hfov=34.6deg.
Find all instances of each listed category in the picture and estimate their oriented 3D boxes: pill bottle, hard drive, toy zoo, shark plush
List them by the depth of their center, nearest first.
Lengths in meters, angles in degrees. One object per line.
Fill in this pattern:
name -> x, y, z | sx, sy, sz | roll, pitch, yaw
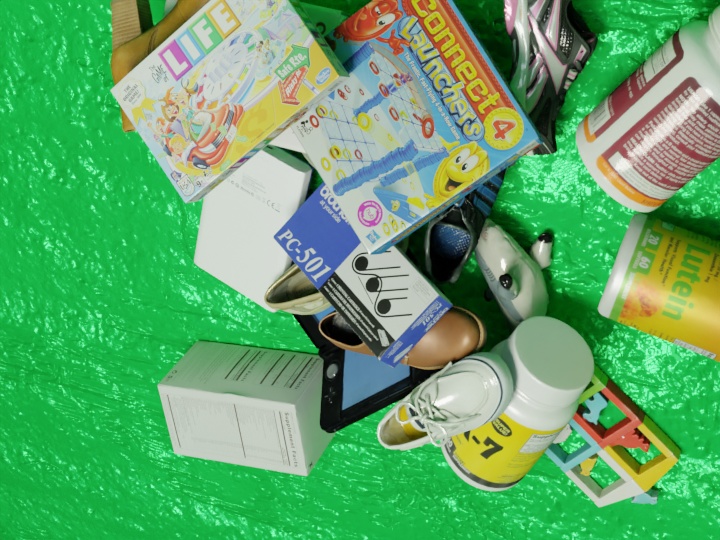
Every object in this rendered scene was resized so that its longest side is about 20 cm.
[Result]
pill bottle -> 0.305, -0.155, 1.067 | 0.114, 0.114, 0.200 | 43, 128, -4
pill bottle -> 0.349, 0.027, 1.158 | 0.198, 0.111, 0.112 | 21, 126, 12
pill bottle -> 0.172, 0.147, 1.272 | 0.113, 0.115, 0.201 | 31, 136, 5
shark plush -> 0.173, 0.026, 1.296 | 0.083, 0.091, 0.201 | 18, 149, 38
toy zoo -> 0.280, 0.198, 1.353 | 0.200, 0.020, 0.131 | 44, 128, -4
hard drive -> -0.131, -0.064, 1.374 | 0.131, 0.025, 0.202 | 30, 128, 20

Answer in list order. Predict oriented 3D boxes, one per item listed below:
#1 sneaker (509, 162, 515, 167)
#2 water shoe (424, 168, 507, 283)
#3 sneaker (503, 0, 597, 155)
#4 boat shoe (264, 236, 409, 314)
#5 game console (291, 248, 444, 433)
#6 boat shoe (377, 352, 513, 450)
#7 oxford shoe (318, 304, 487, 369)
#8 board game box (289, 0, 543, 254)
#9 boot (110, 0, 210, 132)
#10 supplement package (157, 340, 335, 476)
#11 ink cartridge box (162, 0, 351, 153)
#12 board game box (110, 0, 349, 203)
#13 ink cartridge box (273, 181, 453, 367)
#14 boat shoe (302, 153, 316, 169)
sneaker -> 0.081, -0.185, 1.195 | 0.103, 0.060, 0.201 | -16, 115, 31
water shoe -> 0.109, -0.075, 1.175 | 0.070, 0.079, 0.202 | 11, 127, 4
sneaker -> 0.187, -0.203, 1.121 | 0.085, 0.081, 0.202 | 0, 125, 14
boat shoe -> -0.027, -0.007, 1.319 | 0.200, 0.063, 0.074 | -30, 72, 36
game console -> -0.008, 0.067, 1.356 | 0.116, 0.178, 0.199 | 31, 135, -32
boat shoe -> 0.076, 0.148, 1.227 | 0.201, 0.085, 0.075 | -33, 79, 52
oxford shoe -> 0.042, 0.071, 1.260 | 0.198, 0.071, 0.073 | -1, 86, 32
board game box -> 0.041, -0.152, 1.104 | 0.195, 0.056, 0.201 | -34, 85, 14
boot -> -0.159, -0.214, 1.157 | 0.198, 0.071, 0.146 | -8, 94, 21
supplement package -> -0.140, 0.174, 1.484 | 0.197, 0.110, 0.115 | 6, 121, 23
ink cartridge box -> -0.111, -0.213, 1.217 | 0.197, 0.084, 0.148 | 16, 97, 16
board game box -> -0.126, -0.178, 1.098 | 0.199, 0.034, 0.135 | -37, 86, 19
ink cartridge box -> 0.000, 0.000, 1.239 | 0.094, 0.044, 0.200 | -46, 60, 7
boat shoe -> -0.003, -0.126, 1.261 | 0.199, 0.066, 0.075 | 45, 104, 17
